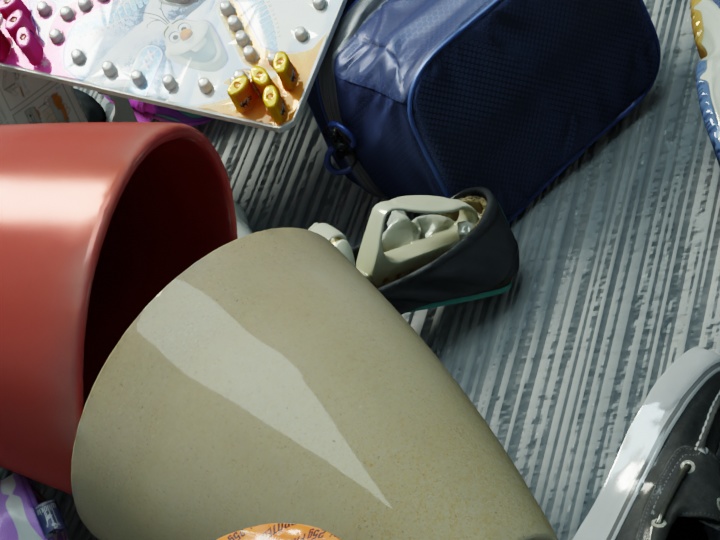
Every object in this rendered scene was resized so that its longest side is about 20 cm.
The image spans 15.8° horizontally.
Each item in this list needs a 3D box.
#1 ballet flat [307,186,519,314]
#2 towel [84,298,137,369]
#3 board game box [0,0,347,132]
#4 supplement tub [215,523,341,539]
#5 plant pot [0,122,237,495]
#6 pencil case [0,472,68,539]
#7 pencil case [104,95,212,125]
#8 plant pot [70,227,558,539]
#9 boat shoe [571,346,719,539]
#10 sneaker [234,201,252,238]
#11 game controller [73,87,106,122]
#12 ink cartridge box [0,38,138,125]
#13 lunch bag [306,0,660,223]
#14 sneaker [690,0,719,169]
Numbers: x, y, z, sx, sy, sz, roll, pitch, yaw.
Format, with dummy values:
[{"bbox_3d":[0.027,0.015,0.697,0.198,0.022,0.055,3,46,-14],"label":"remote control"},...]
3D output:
[{"bbox_3d":[0.000,0.000,1.392,0.199,0.074,0.073,-20,32,-29],"label":"ballet flat"},{"bbox_3d":[-0.181,0.006,1.445,0.198,0.034,0.134,4,81,10],"label":"towel"},{"bbox_3d":[-0.097,-0.189,1.487,0.199,0.026,0.201,14,69,20],"label":"board game box"},{"bbox_3d":[-0.013,0.205,1.055,0.122,0.201,0.123,-14,38,12],"label":"supplement tub"},{"bbox_3d":[-0.179,0.010,1.339,0.176,0.201,0.201,10,47,19],"label":"plant pot"},{"bbox_3d":[-0.235,0.180,1.342,0.199,0.084,0.086,-26,78,-2],"label":"pencil case"},{"bbox_3d":[-0.106,-0.189,1.617,0.085,0.201,0.093,19,34,4],"label":"pencil case"},{"bbox_3d":[-0.005,0.111,1.242,0.187,0.188,0.200,-39,55,-20],"label":"plant pot"},{"bbox_3d":[0.145,0.121,1.225,0.066,0.070,0.200,20,49,21],"label":"boat shoe"},{"bbox_3d":[-0.142,0.031,1.478,0.199,0.071,0.080,-30,47,-5],"label":"sneaker"},{"bbox_3d":[-0.255,-0.057,1.678,0.104,0.042,0.200,27,59,29],"label":"game controller"},{"bbox_3d":[-0.228,-0.057,1.553,0.200,0.161,0.047,-38,40,-20],"label":"ink cartridge box"},{"bbox_3d":[0.056,-0.121,1.502,0.200,0.136,0.132,-40,40,-19],"label":"lunch bag"},{"bbox_3d":[0.233,-0.102,1.438,0.088,0.076,0.201,-13,39,13],"label":"sneaker"}]
